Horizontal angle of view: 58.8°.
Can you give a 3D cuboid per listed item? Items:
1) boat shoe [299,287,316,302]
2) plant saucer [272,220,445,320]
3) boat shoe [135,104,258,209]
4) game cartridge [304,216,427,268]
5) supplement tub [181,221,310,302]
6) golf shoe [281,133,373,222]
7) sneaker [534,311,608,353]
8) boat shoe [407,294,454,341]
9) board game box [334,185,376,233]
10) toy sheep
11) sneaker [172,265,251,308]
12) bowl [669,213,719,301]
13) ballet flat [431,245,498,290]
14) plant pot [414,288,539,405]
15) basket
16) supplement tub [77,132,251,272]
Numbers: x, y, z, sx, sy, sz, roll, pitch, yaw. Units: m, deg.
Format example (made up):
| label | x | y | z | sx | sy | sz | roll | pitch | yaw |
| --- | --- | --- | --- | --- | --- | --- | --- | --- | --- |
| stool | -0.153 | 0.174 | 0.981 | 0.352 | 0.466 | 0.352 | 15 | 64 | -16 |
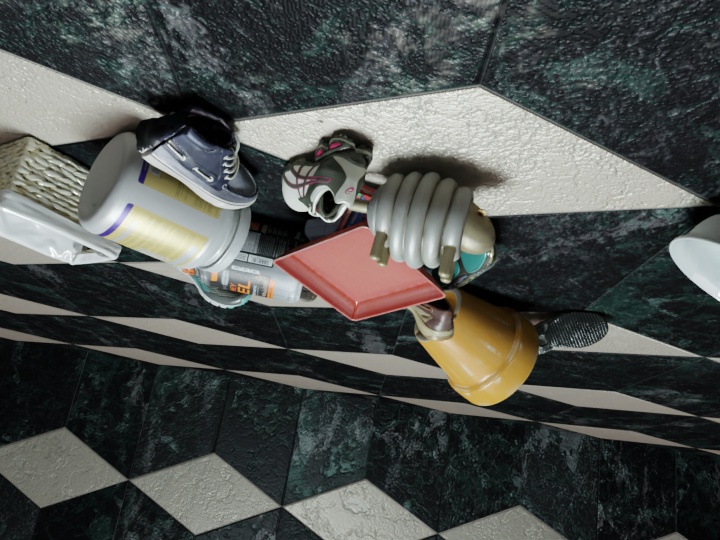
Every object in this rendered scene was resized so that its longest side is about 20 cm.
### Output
| label | x | y | z | sx | sy | sz | roll | pitch | yaw |
| --- | --- | --- | --- | --- | --- | --- | --- | --- | --- |
| boat shoe | -0.175 | 0.013 | 1.245 | 0.200 | 0.075 | 0.073 | 30 | 158 | -32 |
| plant saucer | 0.000 | 0.000 | 0.996 | 0.200 | 0.037 | 0.200 | -19 | 136 | 38 |
| boat shoe | -0.180 | -0.139 | 0.819 | 0.093 | 0.075 | 0.200 | -11 | 159 | 32 |
| game cartridge | 0.015 | -0.045 | 1.048 | 0.199 | 0.041 | 0.133 | 3 | 156 | 18 |
| supplement tub | -0.190 | -0.022 | 1.078 | 0.199 | 0.123 | 0.123 | 12 | 161 | -6 |
| golf shoe | -0.058 | -0.104 | 0.839 | 0.077 | 0.088 | 0.200 | 16 | 161 | -23 |
| sneaker | 0.401 | 0.124 | 1.300 | 0.199 | 0.074 | 0.088 | -17 | 180 | 26 |
| boat shoe | 0.101 | 0.032 | 1.070 | 0.072 | 0.200 | 0.072 | -8 | 125 | -15 |
| board game box | 0.014 | -0.050 | 0.967 | 0.103 | 0.019 | 0.200 | 18 | 147 | -9 |
| toy sheep | 0.075 | -0.063 | 0.824 | 0.199 | 0.138 | 0.138 | 15 | 162 | 11 |
| sneaker | -0.284 | -0.008 | 1.164 | 0.200 | 0.078 | 0.091 | 33 | 153 | 15 |
| bowl | 0.490 | -0.011 | 0.772 | 0.201 | 0.090 | 0.201 | 38 | 179 | 1 |
| ballet flat | 0.178 | -0.022 | 1.012 | 0.072 | 0.072 | 0.200 | 14 | 161 | -12 |
| plant pot | 0.212 | 0.132 | 1.250 | 0.183 | 0.201 | 0.200 | 37 | 151 | -22 |
| basket | -0.479 | -0.103 | 0.990 | 0.135 | 0.124 | 0.200 | -4 | 157 | 34 |
| supplement tub | -0.270 | -0.088 | 0.898 | 0.145 | 0.146 | 0.200 | -10 | 152 | 44 |
